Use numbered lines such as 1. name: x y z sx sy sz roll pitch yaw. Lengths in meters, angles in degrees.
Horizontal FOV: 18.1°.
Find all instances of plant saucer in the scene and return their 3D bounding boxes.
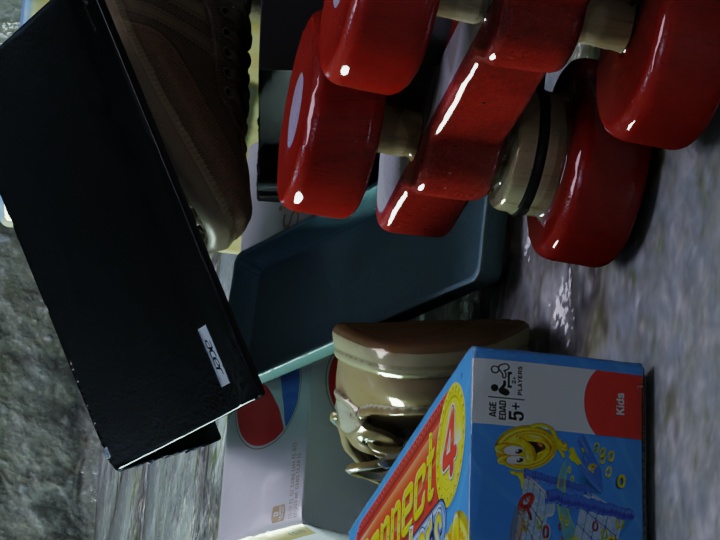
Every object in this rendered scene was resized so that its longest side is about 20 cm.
1. plant saucer: 0.000 0.000 0.954 0.200 0.019 0.070 -26 50 53

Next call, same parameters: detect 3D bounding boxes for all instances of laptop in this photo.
1. laptop: -0.087 -0.016 0.955 0.178 0.103 0.200 68 -165 5

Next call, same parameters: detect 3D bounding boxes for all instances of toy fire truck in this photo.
1. toy fire truck: 0.044 -0.104 0.710 0.200 0.112 0.169 117 162 -63

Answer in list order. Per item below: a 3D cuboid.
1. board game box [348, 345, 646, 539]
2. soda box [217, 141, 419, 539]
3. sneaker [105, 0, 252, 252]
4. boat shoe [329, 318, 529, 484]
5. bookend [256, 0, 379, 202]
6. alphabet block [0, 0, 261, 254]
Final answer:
1. board game box: 0.037 0.152 0.728 0.200 0.056 0.197 116 158 -64
2. soda box: -0.016 0.033 1.048 0.068 0.063 0.201 -21 59 48
3. sneaker: -0.074 -0.101 0.956 0.071 0.075 0.201 86 160 -59
4. boat shoe: 0.025 0.052 0.854 0.200 0.073 0.063 81 -171 -85
5. bookend: 0.005 -0.156 0.932 0.200 0.092 0.200 96 176 -69
6. alphabet block: -0.090 -0.141 1.265 0.197 0.199 0.196 108 165 -50
